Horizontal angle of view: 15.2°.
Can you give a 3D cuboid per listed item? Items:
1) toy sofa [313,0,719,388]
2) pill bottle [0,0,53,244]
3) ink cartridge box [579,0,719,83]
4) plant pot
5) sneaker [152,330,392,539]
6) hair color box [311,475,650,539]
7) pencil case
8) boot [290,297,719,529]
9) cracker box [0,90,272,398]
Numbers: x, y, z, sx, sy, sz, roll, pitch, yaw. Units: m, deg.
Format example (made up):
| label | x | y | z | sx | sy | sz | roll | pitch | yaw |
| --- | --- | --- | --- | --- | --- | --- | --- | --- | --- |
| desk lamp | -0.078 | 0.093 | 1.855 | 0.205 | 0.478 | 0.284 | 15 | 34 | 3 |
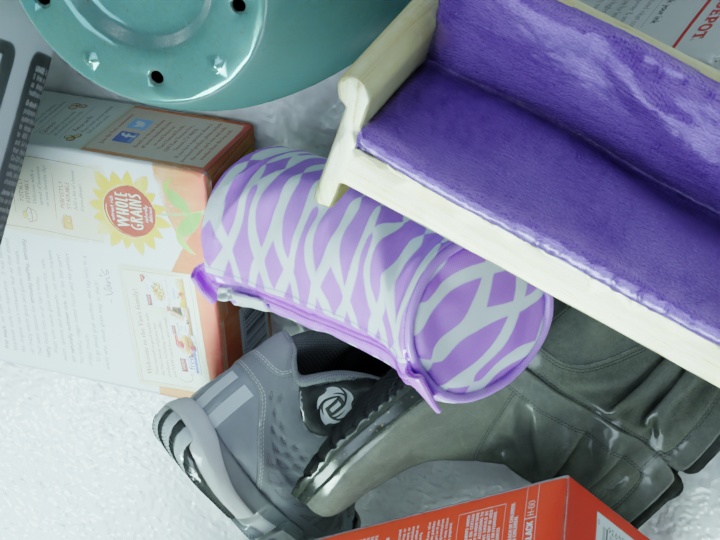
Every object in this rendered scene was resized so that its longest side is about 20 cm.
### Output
| label | x | y | z | sx | sy | sz | roll | pitch | yaw |
| --- | --- | --- | --- | --- | --- | --- | --- | --- | --- |
| toy sofa | 0.091 | -0.037 | 1.041 | 0.200 | 0.083 | 0.098 | 29 | 131 | 9 |
| pill bottle | -0.208 | -0.081 | 1.260 | 0.116 | 0.116 | 0.200 | 15 | 89 | 20 |
| ink cartridge box | 0.120 | -0.079 | 1.127 | 0.200 | 0.116 | 0.067 | -3 | 118 | 31 |
| plant pot | -0.058 | -0.160 | 1.146 | 0.200 | 0.161 | 0.201 | 14 | 125 | 20 |
| sneaker | -0.010 | 0.098 | 1.344 | 0.075 | 0.115 | 0.200 | 45 | 176 | 41 |
| hair color box | 0.039 | 0.161 | 1.260 | 0.200 | 0.061 | 0.101 | -18 | 140 | 35 |
| pencil case | 0.000 | 0.000 | 1.217 | 0.200 | 0.085 | 0.084 | 20 | 145 | 55 |
| boot | 0.076 | 0.084 | 1.251 | 0.200 | 0.068 | 0.131 | -39 | 96 | 13 |
| cracker box | -0.147 | -0.018 | 1.354 | 0.200 | 0.058 | 0.134 | 10 | 123 | 22 |
